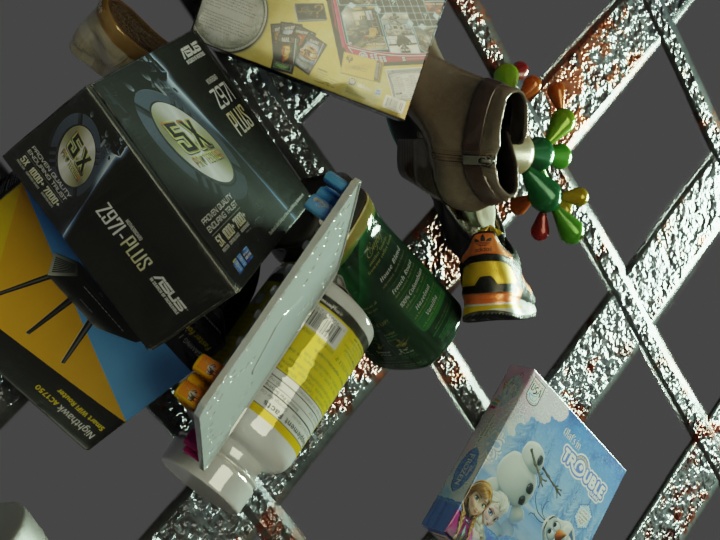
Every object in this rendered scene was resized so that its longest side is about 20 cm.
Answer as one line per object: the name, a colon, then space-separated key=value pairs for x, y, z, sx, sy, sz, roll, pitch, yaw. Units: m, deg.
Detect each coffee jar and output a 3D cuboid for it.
coffee jar: x=0.000 y=0.000 z=1.088 sx=0.200 sy=0.103 sz=0.086 roll=48 pitch=58 yaw=-29

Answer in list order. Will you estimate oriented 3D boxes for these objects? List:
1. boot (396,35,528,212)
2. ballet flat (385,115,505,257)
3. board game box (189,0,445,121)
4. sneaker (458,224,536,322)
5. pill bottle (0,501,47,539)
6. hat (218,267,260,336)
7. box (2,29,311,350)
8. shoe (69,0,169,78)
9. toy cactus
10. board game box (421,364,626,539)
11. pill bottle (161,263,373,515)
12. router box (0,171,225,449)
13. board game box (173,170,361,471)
boot: x=0.086 y=-0.154 z=1.060 sx=0.070 sy=0.145 sz=0.204 roll=-18 pitch=107 yaw=-37
ballet flat: x=0.091 y=-0.100 z=1.172 sx=0.073 sy=0.073 sz=0.202 roll=-38 pitch=114 yaw=-28
board game box: x=-0.033 y=-0.226 z=1.012 sx=0.197 sy=0.035 sz=0.138 roll=20 pitch=93 yaw=-11
sneaker: x=0.134 y=0.002 z=1.156 sx=0.200 sy=0.069 sz=0.092 roll=-2 pitch=89 yaw=-80
pill bottle: x=-0.247 y=0.287 z=0.916 sx=0.114 sy=0.113 sz=0.202 roll=-39 pitch=115 yaw=-28
hat: x=-0.144 y=-0.012 z=0.993 sx=0.198 sy=0.080 sz=0.205 roll=-3 pitch=95 yaw=-38
box: x=-0.135 y=-0.066 z=0.857 sx=0.165 sy=0.085 sz=0.200 roll=54 pitch=23 yaw=-10
shoe: x=-0.158 y=-0.148 z=0.996 sx=0.053 sy=0.070 sz=0.200 roll=-38 pitch=127 yaw=17
toy cactus: x=0.160 y=-0.119 z=1.195 sx=0.164 sy=0.101 sz=0.204 roll=-6 pitch=83 yaw=-56
board game box: x=0.182 y=0.243 z=1.278 sx=0.200 sy=0.043 sz=0.201 roll=45 pitch=66 yaw=-30
pill bottle: x=-0.083 y=0.104 z=1.029 sx=0.111 sy=0.111 sz=0.201 roll=47 pitch=67 yaw=-29
router box: x=-0.221 y=0.023 z=0.905 sx=0.148 sy=0.051 sz=0.200 roll=-36 pitch=118 yaw=11
board game box: x=-0.071 y=0.042 z=0.884 sx=0.026 sy=0.200 sz=0.201 roll=31 pitch=70 yaw=5
